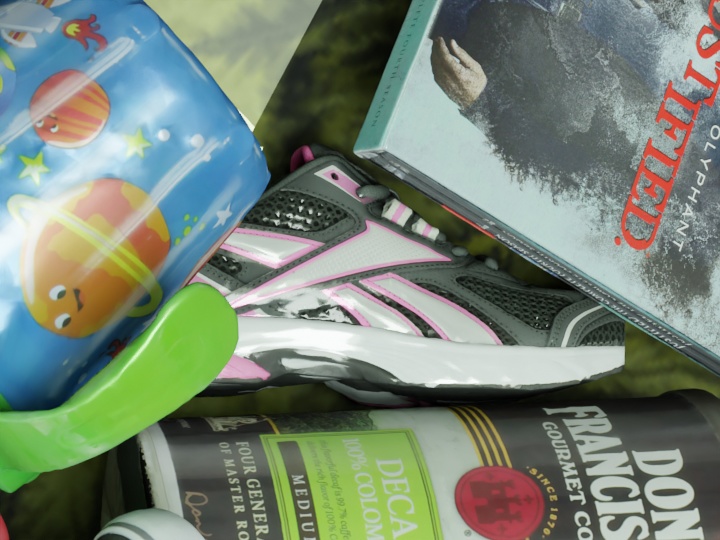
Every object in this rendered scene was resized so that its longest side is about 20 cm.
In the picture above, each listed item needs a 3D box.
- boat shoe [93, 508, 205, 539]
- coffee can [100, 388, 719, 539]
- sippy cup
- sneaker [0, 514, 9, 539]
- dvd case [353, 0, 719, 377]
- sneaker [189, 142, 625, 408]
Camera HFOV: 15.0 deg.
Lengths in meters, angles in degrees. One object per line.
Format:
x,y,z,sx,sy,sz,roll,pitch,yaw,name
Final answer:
-0.079,0.169,0.791,0.057,0.069,0.201,-3,103,-45,boat shoe
0.022,0.117,0.900,0.199,0.146,0.147,-2,94,-13,coffee can
-0.104,-0.024,0.843,0.130,0.140,0.178,-41,82,-6,sippy cup
-0.188,0.091,0.847,0.112,0.200,0.071,-36,116,-36,sneaker
0.102,-0.057,0.931,0.200,0.022,0.146,32,70,-28,dvd case
0.000,0.000,0.925,0.199,0.080,0.087,4,82,-20,sneaker
